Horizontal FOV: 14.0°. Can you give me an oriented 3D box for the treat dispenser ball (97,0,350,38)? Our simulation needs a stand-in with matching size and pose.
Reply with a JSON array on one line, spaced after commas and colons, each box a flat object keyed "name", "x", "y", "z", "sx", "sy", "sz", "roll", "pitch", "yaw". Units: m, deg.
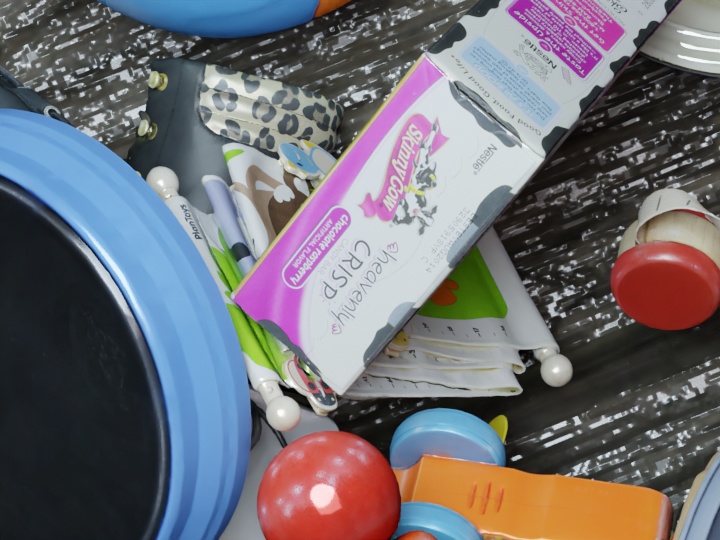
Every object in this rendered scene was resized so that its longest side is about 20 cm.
[{"name": "treat dispenser ball", "x": -0.055, "y": -0.196, "z": 1.202, "sx": 0.199, "sy": 0.201, "sz": 0.203, "roll": 0, "pitch": 83, "yaw": 3}]

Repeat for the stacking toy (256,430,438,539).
[{"name": "stacking toy", "x": 0.028, "y": 0.148, "z": 1.086, "sx": 0.085, "sy": 0.085, "sz": 0.201, "roll": -34, "pitch": 91, "yaw": -1}]

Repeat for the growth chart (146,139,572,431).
[{"name": "growth chart", "x": 0.000, "y": 0.000, "z": 1.183, "sx": 0.018, "sy": 0.199, "sz": 0.145, "roll": -49, "pitch": 61, "yaw": 32}]

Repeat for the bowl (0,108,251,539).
[{"name": "bowl", "x": -0.132, "y": 0.040, "z": 1.134, "sx": 0.200, "sy": 0.039, "sz": 0.202, "roll": 16, "pitch": 119, "yaw": 32}]

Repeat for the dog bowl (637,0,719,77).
[{"name": "dog bowl", "x": 0.160, "y": -0.185, "z": 1.209, "sx": 0.199, "sy": 0.074, "sz": 0.202, "roll": 6, "pitch": 110, "yaw": 15}]

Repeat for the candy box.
[{"name": "candy box", "x": 0.042, "y": -0.053, "z": 1.146, "sx": 0.061, "sy": 0.200, "sz": 0.137, "roll": 40, "pitch": 121, "yaw": 1}]

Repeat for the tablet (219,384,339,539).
[{"name": "tablet", "x": -0.103, "y": 0.129, "z": 1.219, "sx": 0.129, "sy": 0.014, "sz": 0.201, "roll": 22, "pitch": 103, "yaw": -7}]

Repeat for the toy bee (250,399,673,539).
[{"name": "toy bee", "x": 0.022, "y": 0.104, "z": 1.186, "sx": 0.199, "sy": 0.109, "sz": 0.131, "roll": 31, "pitch": 50, "yaw": 16}]

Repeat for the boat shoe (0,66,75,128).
[{"name": "boat shoe", "x": -0.122, "y": -0.026, "z": 1.184, "sx": 0.199, "sy": 0.066, "sz": 0.075, "roll": 36, "pitch": 123, "yaw": 27}]

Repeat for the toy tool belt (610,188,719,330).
[{"name": "toy tool belt", "x": 0.207, "y": -0.014, "z": 1.223, "sx": 0.199, "sy": 0.125, "sz": 0.123, "roll": 13, "pitch": 48, "yaw": 1}]

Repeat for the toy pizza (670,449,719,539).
[{"name": "toy pizza", "x": 0.160, "y": 0.153, "z": 1.169, "sx": 0.032, "sy": 0.200, "sz": 0.202, "roll": 2, "pitch": 82, "yaw": 36}]

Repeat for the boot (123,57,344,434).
[{"name": "boot", "x": -0.110, "y": -0.015, "z": 1.250, "sx": 0.202, "sy": 0.073, "sz": 0.155, "roll": 11, "pitch": 82, "yaw": -1}]
